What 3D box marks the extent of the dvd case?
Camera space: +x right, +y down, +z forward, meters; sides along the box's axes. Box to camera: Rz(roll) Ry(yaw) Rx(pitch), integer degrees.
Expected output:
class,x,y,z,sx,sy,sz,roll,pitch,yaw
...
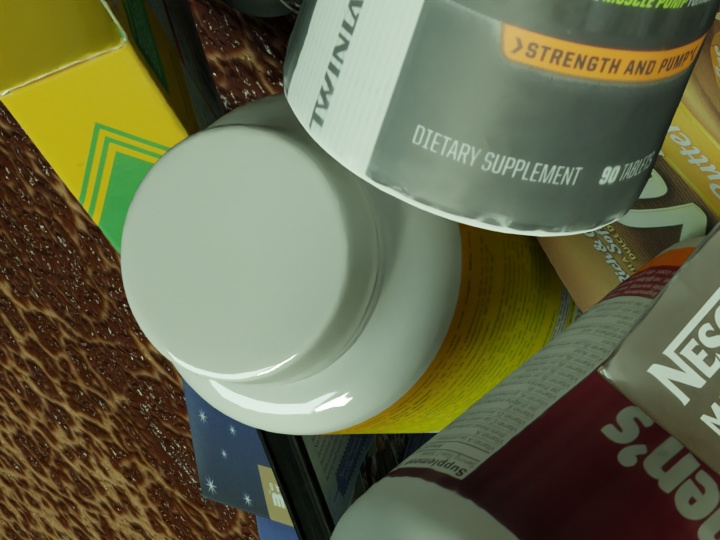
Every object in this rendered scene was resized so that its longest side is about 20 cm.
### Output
class,x,y,z,sx,sy,sz,roll,pitch,yaw
dvd case,-0.005,0.044,0.975,0.017,0.143,0.201,-2,129,21

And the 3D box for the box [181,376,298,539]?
class,x,y,z,sx,sy,sz,roll,pitch,yaw
box,-0.038,0.043,1.070,0.121,0.032,0.202,9,112,55

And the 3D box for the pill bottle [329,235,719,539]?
class,x,y,z,sx,sy,sz,roll,pitch,yaw
pill bottle,0.060,0.085,0.693,0.109,0.200,0.110,37,149,28

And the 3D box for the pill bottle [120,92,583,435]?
class,x,y,z,sx,sy,sz,roll,pitch,yaw
pill bottle,0.000,0.000,0.822,0.109,0.109,0.200,43,-167,19

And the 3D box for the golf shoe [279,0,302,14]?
class,x,y,z,sx,sy,sz,roll,pitch,yaw
golf shoe,-0.013,-0.112,0.825,0.078,0.094,0.201,33,151,33

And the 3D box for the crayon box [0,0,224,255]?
class,x,y,z,sx,sy,sz,roll,pitch,yaw
crayon box,-0.098,-0.089,0.884,0.200,0.051,0.126,61,-171,-61

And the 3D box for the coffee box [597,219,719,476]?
class,x,y,z,sx,sy,sz,roll,pitch,yaw
coffee box,0.160,-0.015,0.584,0.114,0.080,0.200,41,135,6

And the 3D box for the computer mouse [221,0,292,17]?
class,x,y,z,sx,sy,sz,roll,pitch,yaw
computer mouse,-0.083,-0.150,0.948,0.200,0.034,0.059,37,159,42

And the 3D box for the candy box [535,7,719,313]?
class,x,y,z,sx,sy,sz,roll,pitch,yaw
candy box,0.113,-0.045,0.737,0.116,0.055,0.200,58,154,-11

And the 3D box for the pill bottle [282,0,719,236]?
class,x,y,z,sx,sy,sz,roll,pitch,yaw
pill bottle,0.055,-0.118,0.623,0.106,0.106,0.201,37,123,30
